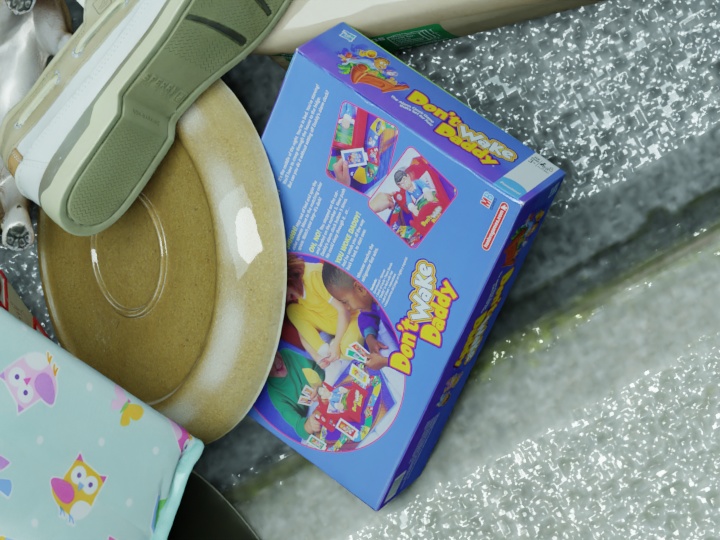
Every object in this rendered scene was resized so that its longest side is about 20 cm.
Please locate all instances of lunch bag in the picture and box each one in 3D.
[{"bbox_3d":[-0.203,0.088,1.303,0.199,0.170,0.122,-5,58,46],"label":"lunch bag"}]

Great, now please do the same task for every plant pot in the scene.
[{"bbox_3d":[-0.108,-0.010,1.375,0.200,0.027,0.201,11,104,49],"label":"plant pot"}]

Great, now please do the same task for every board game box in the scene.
[{"bbox_3d":[0.000,0.000,1.340,0.134,0.045,0.201,35,126,15],"label":"board game box"}]

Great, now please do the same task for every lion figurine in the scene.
[{"bbox_3d":[-0.181,-0.089,1.402,0.072,0.123,0.201,23,108,-20],"label":"lion figurine"}]

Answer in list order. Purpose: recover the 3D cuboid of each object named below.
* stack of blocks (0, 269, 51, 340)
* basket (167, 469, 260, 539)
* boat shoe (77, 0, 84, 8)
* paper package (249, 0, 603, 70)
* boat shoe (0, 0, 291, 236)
[{"bbox_3d":[-0.255,0.077,1.411,0.199,0.115,0.059,-20,43,9],"label":"stack of blocks"},{"bbox_3d":[-0.131,0.221,1.373,0.200,0.136,0.181,-34,79,16],"label":"basket"},{"bbox_3d":[-0.140,-0.197,1.429,0.062,0.073,0.201,-37,72,15],"label":"boat shoe"},{"bbox_3d":[0.024,-0.209,1.364,0.199,0.103,0.192,-11,84,15],"label":"paper package"},{"bbox_3d":[-0.099,-0.115,1.305,0.068,0.075,0.200,38,88,32],"label":"boat shoe"}]
